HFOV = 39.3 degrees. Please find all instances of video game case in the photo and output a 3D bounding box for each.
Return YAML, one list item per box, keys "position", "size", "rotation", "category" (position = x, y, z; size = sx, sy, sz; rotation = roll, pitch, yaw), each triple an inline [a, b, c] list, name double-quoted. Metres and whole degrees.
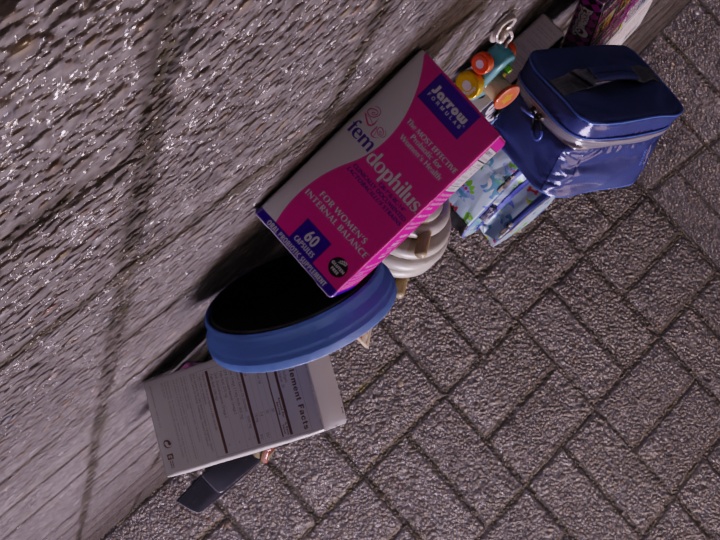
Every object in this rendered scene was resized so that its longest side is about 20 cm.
- position: [0.311, -0.321, 1.235]
  size: [0.200, 0.036, 0.182]
  rotation: [-46, 164, -26]
  category: "video game case"

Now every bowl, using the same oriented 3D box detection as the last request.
- position: [-0.063, 0.031, 1.009]
  size: [0.199, 0.040, 0.201]
  rotation: [-16, -158, 7]
  category: "bowl"

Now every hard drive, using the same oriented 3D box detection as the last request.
- position: [-0.156, 0.251, 1.390]
  size: [0.200, 0.042, 0.135]
  rotation: [-39, 174, -38]
  category: "hard drive"

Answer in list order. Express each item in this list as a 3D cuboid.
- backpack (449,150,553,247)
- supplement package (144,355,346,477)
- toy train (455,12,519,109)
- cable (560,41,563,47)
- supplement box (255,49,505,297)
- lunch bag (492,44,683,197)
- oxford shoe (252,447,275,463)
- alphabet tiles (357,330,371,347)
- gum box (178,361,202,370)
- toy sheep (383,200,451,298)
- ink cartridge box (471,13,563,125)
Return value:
- position: [0.212, -0.141, 1.431]
  size: [0.200, 0.147, 0.183]
  rotation: [-48, 176, 23]
  category: "backpack"
- position: [-0.133, 0.157, 1.195]
  size: [0.199, 0.118, 0.117]
  rotation: [-18, 172, 10]
  category: "supplement package"
- position: [0.101, -0.168, 1.045]
  size: [0.200, 0.056, 0.150]
  rotation: [-43, 174, 1]
  category: "toy train"
- position: [0.257, -0.263, 1.545]
  size: [0.200, 0.050, 0.097]
  rotation: [-42, 170, 4]
  category: "cable"
- position: [0.021, -0.082, 0.883]
  size: [0.200, 0.101, 0.103]
  rotation: [-44, 176, 9]
  category: "supplement box"
- position: [0.253, -0.179, 1.142]
  size: [0.199, 0.136, 0.133]
  rotation: [-13, 144, -35]
  category: "lunch bag"
- position: [-0.130, 0.145, 1.292]
  size: [0.071, 0.073, 0.202]
  rotation: [-24, 120, -82]
  category: "oxford shoe"
- position: [0.000, 0.000, 1.342]
  size: [0.200, 0.007, 0.168]
  rotation: [51, 48, -68]
  category: "alphabet tiles"
- position: [-0.206, 0.189, 1.385]
  size: [0.066, 0.114, 0.200]
  rotation: [-42, 175, -2]
  category: "gum box"
- position: [0.051, -0.055, 1.242]
  size: [0.138, 0.138, 0.200]
  rotation: [-39, 169, -36]
  category: "toy sheep"
- position: [0.151, -0.190, 1.228]
  size: [0.200, 0.043, 0.198]
  rotation: [-41, 167, -12]
  category: "ink cartridge box"
